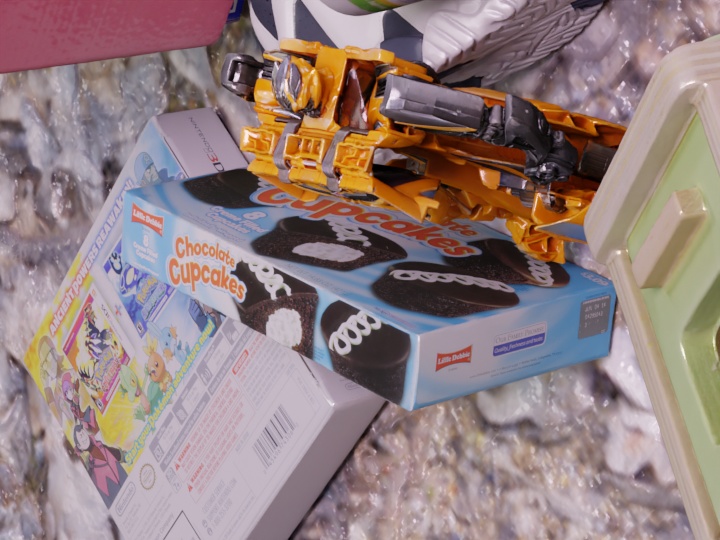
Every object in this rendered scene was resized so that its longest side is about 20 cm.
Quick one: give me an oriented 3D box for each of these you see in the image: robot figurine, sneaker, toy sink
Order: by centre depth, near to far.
[{"bbox_3d":[0.150,-0.011,0.823,0.131,0.111,0.201,111,148,-62],"label":"toy sink"},{"bbox_3d":[0.041,-0.041,0.937,0.144,0.199,0.059,12,88,48],"label":"robot figurine"},{"bbox_3d":[0.015,-0.131,1.037,0.199,0.079,0.130,-39,72,50],"label":"sneaker"}]

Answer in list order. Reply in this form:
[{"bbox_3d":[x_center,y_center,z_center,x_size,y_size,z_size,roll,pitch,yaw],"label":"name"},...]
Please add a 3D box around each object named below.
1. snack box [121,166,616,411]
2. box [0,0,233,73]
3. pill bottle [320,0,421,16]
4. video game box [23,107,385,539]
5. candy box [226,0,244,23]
[{"bbox_3d":[0.000,0.000,1.062,0.199,0.116,0.037,25,118,44],"label":"snack box"},{"bbox_3d":[-0.152,-0.161,1.022,0.128,0.199,0.109,46,130,29],"label":"box"},{"bbox_3d":[0.067,-0.171,0.904,0.199,0.111,0.112,-13,90,27],"label":"pill bottle"},{"bbox_3d":[-0.084,0.052,1.232,0.183,0.047,0.200,55,136,22],"label":"video game box"},{"bbox_3d":[-0.114,-0.236,1.167,0.169,0.077,0.201,37,125,36],"label":"candy box"}]
